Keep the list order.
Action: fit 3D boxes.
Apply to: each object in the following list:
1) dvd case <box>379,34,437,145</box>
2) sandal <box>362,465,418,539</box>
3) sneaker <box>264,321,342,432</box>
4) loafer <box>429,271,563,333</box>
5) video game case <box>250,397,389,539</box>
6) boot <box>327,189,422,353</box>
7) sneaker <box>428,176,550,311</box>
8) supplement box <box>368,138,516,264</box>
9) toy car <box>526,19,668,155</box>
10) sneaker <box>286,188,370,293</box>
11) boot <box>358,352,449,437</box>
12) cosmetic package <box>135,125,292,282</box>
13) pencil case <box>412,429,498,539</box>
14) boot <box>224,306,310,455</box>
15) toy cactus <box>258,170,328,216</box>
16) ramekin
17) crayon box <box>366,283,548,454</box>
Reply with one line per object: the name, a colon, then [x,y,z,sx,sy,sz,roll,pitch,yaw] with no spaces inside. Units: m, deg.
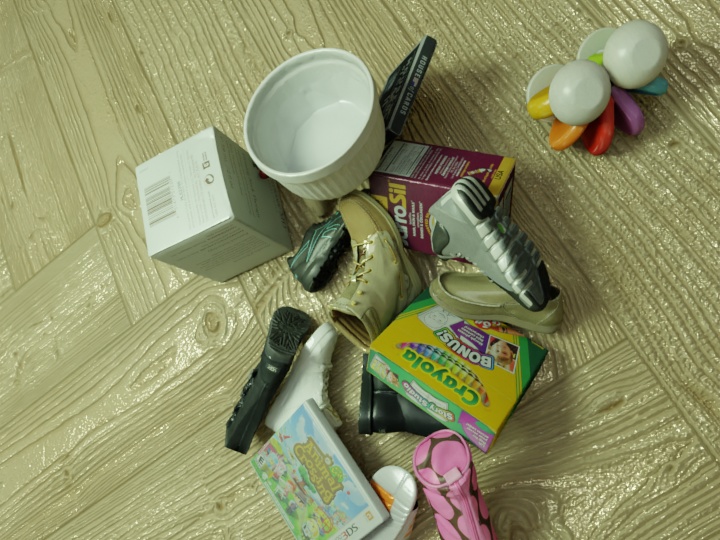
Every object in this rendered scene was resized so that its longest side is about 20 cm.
dvd case: [0.053,-0.267,0.904,0.024,0.200,0.153,22,86,-12]
sandal: [0.038,0.373,0.835,0.079,0.058,0.211,36,113,40]
sneaker: [-0.062,0.195,0.905,0.114,0.073,0.203,31,100,22]
loafer: [0.198,0.031,0.813,0.195,0.069,0.077,11,37,3]
video game case: [-0.070,0.327,0.856,0.201,0.022,0.183,52,122,18]
boot: [0.000,0.000,0.827,0.072,0.155,0.203,-10,117,46]
sneaker: [0.164,-0.022,0.768,0.202,0.075,0.115,55,141,-4]
supplement box: [0.122,-0.103,0.848,0.196,0.133,0.104,14,46,24]
toy car: [0.346,-0.250,0.811,0.198,0.175,0.151,-33,103,11]
sneaker: [-0.051,-0.063,0.952,0.079,0.075,0.201,39,93,26]
boot: [0.084,0.156,0.854,0.164,0.077,0.204,2,56,4]
cosmetic package: [-0.245,-0.103,0.967,0.163,0.200,0.171,-22,71,15]
pencil case: [0.132,0.312,0.738,0.089,0.094,0.203,-21,114,4]
boot: [-0.154,0.177,0.934,0.064,0.165,0.203,24,111,0]
toy cactus: [-0.093,-0.166,0.948,0.196,0.168,0.103,-4,33,25]
ramekin: [-0.057,-0.197,0.804,0.195,0.105,0.205,-8,66,18]
crayon box: [0.135,0.125,0.791,0.198,0.059,0.172,30,45,23]
